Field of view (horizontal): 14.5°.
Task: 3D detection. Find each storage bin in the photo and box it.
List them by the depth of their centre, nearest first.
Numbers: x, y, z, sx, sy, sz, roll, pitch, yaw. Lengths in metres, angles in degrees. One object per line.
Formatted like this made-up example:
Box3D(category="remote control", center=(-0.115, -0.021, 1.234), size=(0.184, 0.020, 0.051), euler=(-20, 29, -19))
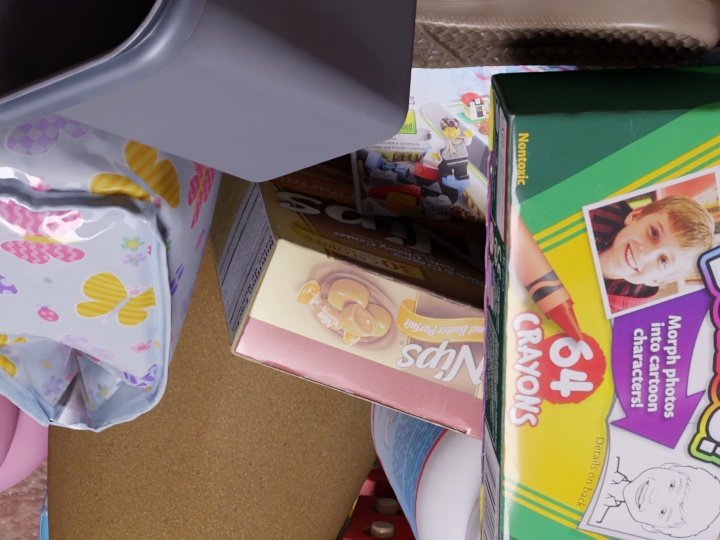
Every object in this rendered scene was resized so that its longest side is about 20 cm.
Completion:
Box3D(category="storage bin", center=(-0.043, -0.133, 0.973), size=(0.134, 0.201, 0.145), euler=(23, 152, -40))

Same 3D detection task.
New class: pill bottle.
Box3D(category="pill bottle", center=(0.070, 0.089, 1.224), size=(0.108, 0.109, 0.200), euler=(21, -168, -14))

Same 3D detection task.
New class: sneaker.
Box3D(category="sneaker", center=(0.041, -0.120, 1.068), size=(0.199, 0.076, 0.070), euler=(4, 167, 15))

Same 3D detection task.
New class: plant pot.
Box3D(category="plant pot", center=(-0.080, 0.097, 1.379), size=(0.185, 0.201, 0.187), euler=(12, 152, 6))

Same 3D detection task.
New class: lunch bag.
Box3D(category="lunch bag", center=(-0.116, -0.047, 1.165), size=(0.126, 0.170, 0.200), euler=(9, 152, 5))

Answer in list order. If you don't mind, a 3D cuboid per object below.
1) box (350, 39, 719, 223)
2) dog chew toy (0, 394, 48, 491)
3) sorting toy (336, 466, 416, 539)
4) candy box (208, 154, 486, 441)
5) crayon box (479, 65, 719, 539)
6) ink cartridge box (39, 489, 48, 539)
Box3D(category="box", center=(0.092, -0.072, 1.120), size=(0.199, 0.035, 0.111), euler=(3, 120, 18))
Box3D(category="dog chew toy", center=(-0.206, 0.063, 1.430), size=(0.124, 0.125, 0.200), euler=(-2, 179, 26))
Box3D(category="sorting toy", center=(0.076, 0.151, 1.450), size=(0.199, 0.070, 0.199), euler=(9, -165, 5))
Box3D(category="candy box", center=(0.000, 0.000, 1.197), size=(0.115, 0.056, 0.200), euler=(19, -167, -12))
Box3D(category="crayon box", center=(0.134, 0.026, 1.069), size=(0.171, 0.058, 0.201), euler=(-2, 111, -5))
Box3D(category="ink cartridge box", center=(-0.107, 0.160, 1.624), size=(0.144, 0.085, 0.200), euler=(15, 150, -1))
